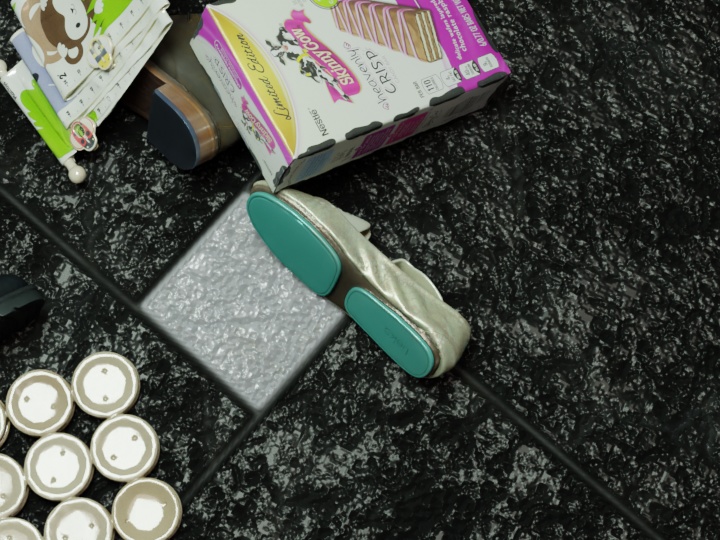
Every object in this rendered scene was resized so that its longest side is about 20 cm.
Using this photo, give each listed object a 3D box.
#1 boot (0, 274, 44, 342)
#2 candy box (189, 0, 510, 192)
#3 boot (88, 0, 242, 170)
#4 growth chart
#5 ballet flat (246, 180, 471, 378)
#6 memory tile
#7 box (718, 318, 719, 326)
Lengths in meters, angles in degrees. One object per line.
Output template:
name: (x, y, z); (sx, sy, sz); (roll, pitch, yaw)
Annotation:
boot: (-0.353, 0.003, 1.282); (0.200, 0.076, 0.168); (-28, 82, -2)
candy box: (-0.007, -0.159, 1.312); (0.200, 0.061, 0.137); (-25, 77, -26)
boot: (-0.148, -0.168, 1.350); (0.097, 0.075, 0.200); (-27, 70, -31)
growth chart: (-0.205, -0.185, 1.307); (0.145, 0.018, 0.200); (46, 118, 20)
ballet flat: (0.000, 0.000, 1.311); (0.200, 0.067, 0.062); (45, 51, 6)
memory tile: (-0.211, 0.167, 1.277); (0.153, 0.017, 0.201); (-17, 76, -6)
box: (0.328, 0.115, 1.271); (0.095, 0.078, 0.201); (-7, 76, -3)
